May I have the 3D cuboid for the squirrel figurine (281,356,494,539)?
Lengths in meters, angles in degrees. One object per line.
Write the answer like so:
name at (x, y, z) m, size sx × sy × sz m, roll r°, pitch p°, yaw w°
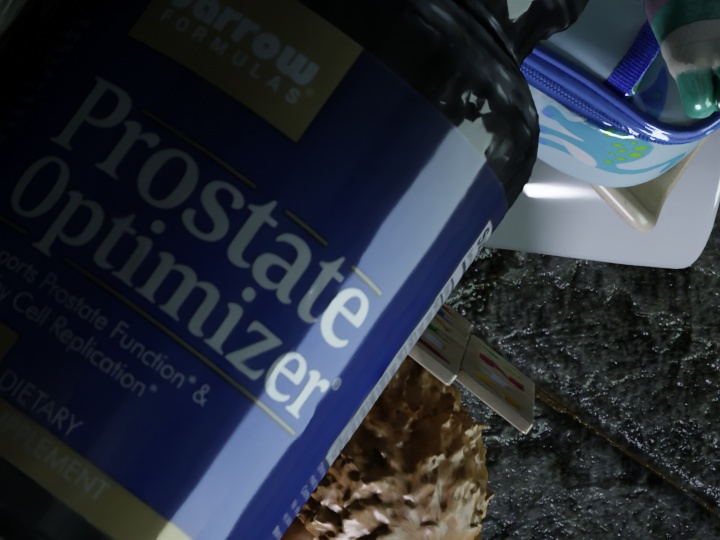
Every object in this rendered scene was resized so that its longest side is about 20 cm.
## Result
squirrel figurine at (-0.024, 0.056, 1.070) m, size 0.200 × 0.141 × 0.187 m, roll 114°, pitch -35°, yaw -51°

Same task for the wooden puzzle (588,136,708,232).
wooden puzzle at (0.092, -0.144, 0.942) m, size 0.037 × 0.185 × 0.200 m, roll 8°, pitch -120°, yaw 55°

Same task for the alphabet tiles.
alphabet tiles at (0.000, 0.000, 1.007) m, size 0.006 × 0.166 × 0.200 m, roll -51°, pitch 179°, yaw 6°

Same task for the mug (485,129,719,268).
mug at (0.051, -0.075, 1.068) m, size 0.187 × 0.152 × 0.150 m, roll -151°, pitch -121°, yaw -81°

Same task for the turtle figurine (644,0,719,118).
turtle figurine at (0.097, -0.110, 0.700) m, size 0.150 × 0.199 × 0.101 m, roll -33°, pitch 128°, yaw -48°

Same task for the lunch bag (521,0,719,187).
lunch bag at (0.088, -0.138, 0.836) m, size 0.200 × 0.160 × 0.082 m, roll -54°, pitch 179°, yaw -15°

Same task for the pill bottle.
pill bottle at (-0.029, -0.019, 0.620) m, size 0.200 × 0.112 × 0.112 m, roll -55°, pitch 179°, yaw -9°
